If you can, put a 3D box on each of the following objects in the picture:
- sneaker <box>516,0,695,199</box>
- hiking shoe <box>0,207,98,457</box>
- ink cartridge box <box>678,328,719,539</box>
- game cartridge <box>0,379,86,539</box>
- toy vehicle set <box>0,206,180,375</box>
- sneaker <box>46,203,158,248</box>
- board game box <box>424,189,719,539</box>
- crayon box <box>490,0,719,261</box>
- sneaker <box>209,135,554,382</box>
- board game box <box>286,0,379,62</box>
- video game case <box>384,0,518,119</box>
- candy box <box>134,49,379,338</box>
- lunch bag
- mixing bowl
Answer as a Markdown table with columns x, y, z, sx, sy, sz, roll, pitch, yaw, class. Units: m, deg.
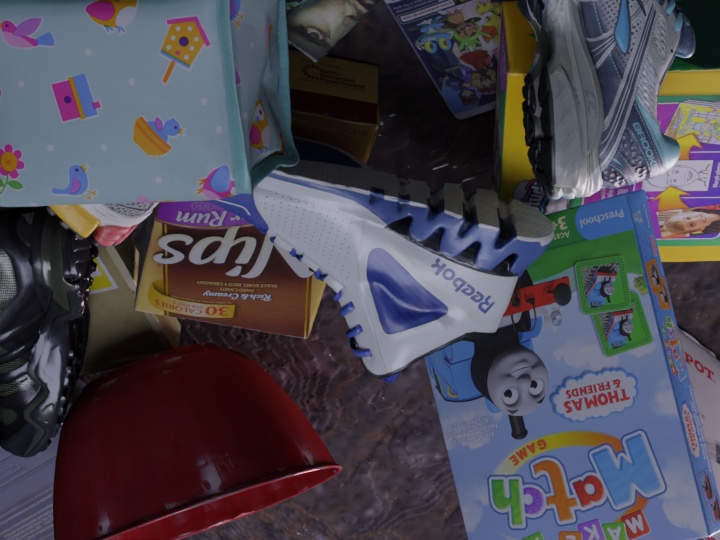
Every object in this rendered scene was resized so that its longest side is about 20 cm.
| x | y | z | sx | sy | sz | roll | pitch | yaw | class |
| --- | --- | --- | --- | --- | --- | --- | --- | --- | --- |
| 0.129 | -0.140 | 1.231 | 0.086 | 0.078 | 0.201 | -4 | 100 | -12 | sneaker |
| -0.225 | 0.033 | 1.482 | 0.100 | 0.076 | 0.201 | 14 | 128 | -1 | hiking shoe |
| 0.164 | 0.121 | 1.503 | 0.145 | 0.201 | 0.084 | 34 | 132 | -31 | ink cartridge box |
| -0.232 | 0.151 | 1.675 | 0.200 | 0.039 | 0.129 | -29 | 134 | 30 | game cartridge |
| -0.209 | -0.005 | 1.503 | 0.124 | 0.027 | 0.200 | -11 | 137 | 14 | toy vehicle set |
| -0.183 | -0.109 | 1.339 | 0.082 | 0.078 | 0.200 | -38 | 110 | 22 | sneaker |
| 0.117 | 0.069 | 1.364 | 0.151 | 0.201 | 0.037 | -15 | 179 | 27 | board game box |
| 0.165 | -0.079 | 1.358 | 0.172 | 0.059 | 0.200 | 0 | 148 | 1 | crayon box |
| 0.001 | 0.000 | 1.333 | 0.198 | 0.081 | 0.116 | 16 | 108 | 0 | sneaker |
| -0.061 | -0.210 | 1.245 | 0.200 | 0.028 | 0.135 | 33 | 130 | -19 | board game box |
| 0.108 | -0.178 | 1.302 | 0.199 | 0.023 | 0.182 | -17 | 135 | 19 | video game case |
| -0.066 | -0.047 | 1.429 | 0.116 | 0.057 | 0.200 | 9 | 139 | -9 | candy box |
| -0.128 | -0.140 | 1.218 | 0.169 | 0.122 | 0.201 | 0 | 106 | 17 | lunch bag |
| -0.123 | 0.115 | 1.545 | 0.199 | 0.109 | 0.200 | -19 | 170 | -4 | mixing bowl |
